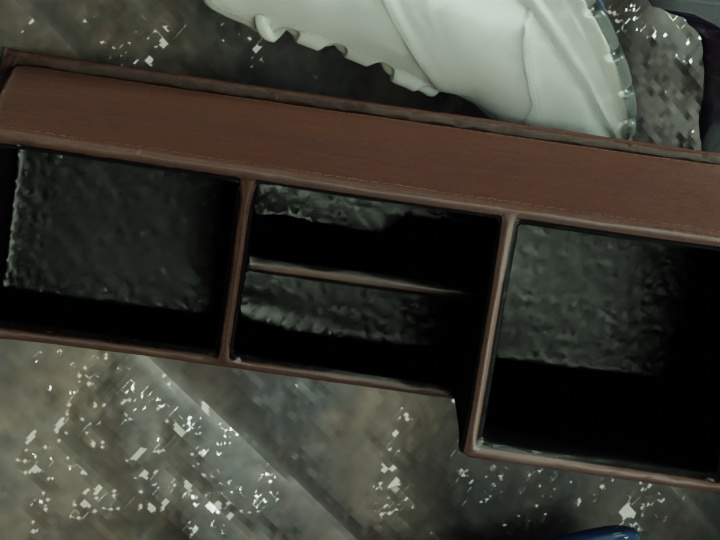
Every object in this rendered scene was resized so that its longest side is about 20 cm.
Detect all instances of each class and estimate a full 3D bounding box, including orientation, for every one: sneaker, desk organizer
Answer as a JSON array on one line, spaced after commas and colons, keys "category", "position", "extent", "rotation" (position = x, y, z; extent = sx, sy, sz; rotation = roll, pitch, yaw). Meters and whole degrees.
[{"category": "sneaker", "position": [0.000, -0.091, 0.750], "extent": [0.087, 0.075, 0.200], "rotation": [-39, 119, 9]}, {"category": "desk organizer", "position": [0.000, 0.000, 0.721], "extent": [0.199, 0.077, 0.072], "rotation": [8, 106, -3]}]

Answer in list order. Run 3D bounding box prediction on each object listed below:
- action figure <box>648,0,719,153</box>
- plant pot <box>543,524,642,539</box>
[{"category": "action figure", "position": [0.118, -0.029, 0.813], "extent": [0.130, 0.069, 0.201], "rotation": [-42, 130, -45]}, {"category": "plant pot", "position": [0.036, 0.192, 0.797], "extent": [0.199, 0.180, 0.201], "rotation": [-13, 115, -23]}]
